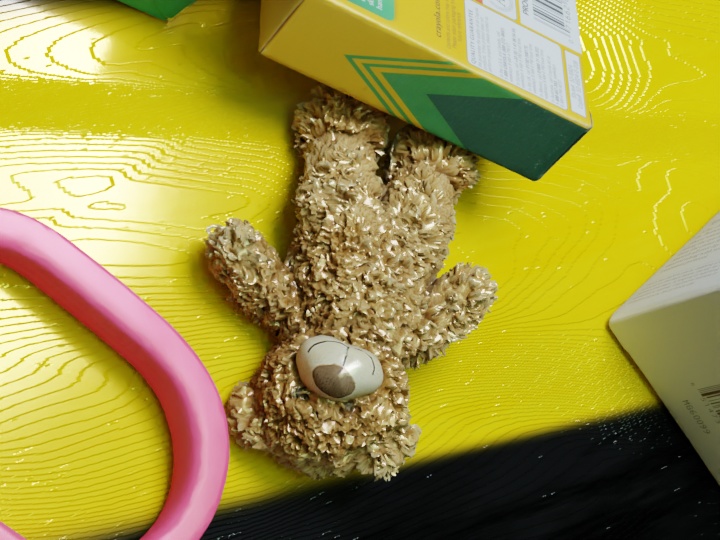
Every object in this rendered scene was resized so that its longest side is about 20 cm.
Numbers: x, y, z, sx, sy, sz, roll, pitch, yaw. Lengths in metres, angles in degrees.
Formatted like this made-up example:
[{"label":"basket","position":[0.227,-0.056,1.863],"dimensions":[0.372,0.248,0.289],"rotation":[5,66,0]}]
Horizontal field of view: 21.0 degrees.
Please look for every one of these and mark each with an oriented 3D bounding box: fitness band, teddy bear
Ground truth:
[{"label":"fitness band","position":[-0.148,0.061,0.865],"dimensions":[0.200,0.037,0.144],"rotation":[42,58,-17]},{"label":"teddy bear","position":[0.000,0.000,0.947],"dimensions":[0.145,0.067,0.201],"rotation":[40,60,-14]}]

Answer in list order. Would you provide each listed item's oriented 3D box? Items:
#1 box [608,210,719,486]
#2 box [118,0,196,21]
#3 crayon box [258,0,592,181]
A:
[{"label":"box","position":[0.264,0.023,1.077],"dimensions":[0.200,0.106,0.153],"rotation":[-39,99,-31]},{"label":"box","position":[-0.111,-0.237,0.950],"dimensions":[0.117,0.048,0.201],"rotation":[21,67,-26]},{"label":"crayon box","position":[0.019,-0.139,0.976],"dimensions":[0.199,0.052,0.126],"rotation":[24,43,-25]}]
